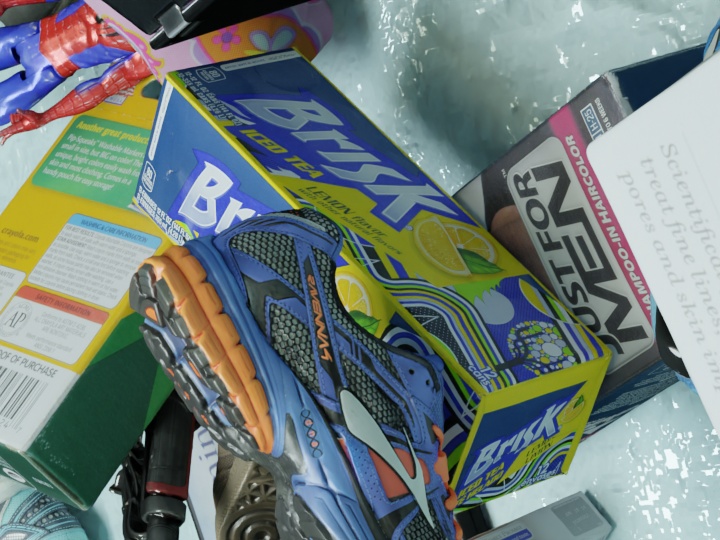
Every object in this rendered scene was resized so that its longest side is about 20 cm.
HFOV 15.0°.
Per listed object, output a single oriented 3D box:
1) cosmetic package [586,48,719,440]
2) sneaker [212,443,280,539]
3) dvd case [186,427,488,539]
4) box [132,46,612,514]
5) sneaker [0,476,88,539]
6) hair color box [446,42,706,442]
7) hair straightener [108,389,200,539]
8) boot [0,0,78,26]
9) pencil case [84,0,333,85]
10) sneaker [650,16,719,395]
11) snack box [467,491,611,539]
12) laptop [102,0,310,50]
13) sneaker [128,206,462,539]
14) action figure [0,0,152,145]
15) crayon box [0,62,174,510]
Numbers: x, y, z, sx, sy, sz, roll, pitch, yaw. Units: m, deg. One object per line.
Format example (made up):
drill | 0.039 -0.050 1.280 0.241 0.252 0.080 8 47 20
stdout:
cosmetic package | 0.206 -0.016 0.756 0.165 0.199 0.166 -37 74 51
sneaker | -0.031 0.058 1.180 0.076 0.070 0.201 -103 12 -54
dvd case | -0.019 0.098 1.234 0.200 0.017 0.144 -24 85 53
box | 0.000 0.000 1.030 0.200 0.070 0.065 45 132 32
sneaker | -0.182 0.204 1.435 0.086 0.077 0.201 30 126 38
hair color box | 0.079 0.006 1.040 0.200 0.060 0.101 -40 72 51
hair straightener | -0.084 0.084 1.214 0.201 0.041 0.077 -96 22 -47
boot | -0.207 -0.168 1.218 0.073 0.199 0.183 45 135 31
pencil case | -0.095 -0.150 1.110 0.087 0.088 0.200 4 142 51
sneaker | 0.141 -0.050 0.881 0.078 0.090 0.202 15 97 22
snack box | 0.039 0.173 1.146 0.024 0.072 0.201 49 137 25
laptop | -0.035 -0.173 0.994 0.187 0.199 0.117 -32 82 52
sneaker | 0.006 0.064 0.932 0.201 0.078 0.075 57 164 -7
action figure | -0.154 -0.095 1.256 0.199 0.052 0.066 -24 81 22
crayon box | -0.114 0.000 1.220 0.125 0.201 0.052 15 155 48
